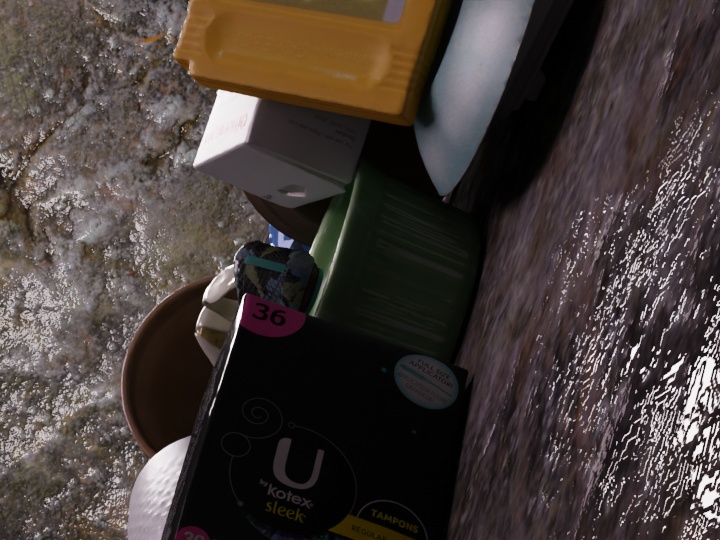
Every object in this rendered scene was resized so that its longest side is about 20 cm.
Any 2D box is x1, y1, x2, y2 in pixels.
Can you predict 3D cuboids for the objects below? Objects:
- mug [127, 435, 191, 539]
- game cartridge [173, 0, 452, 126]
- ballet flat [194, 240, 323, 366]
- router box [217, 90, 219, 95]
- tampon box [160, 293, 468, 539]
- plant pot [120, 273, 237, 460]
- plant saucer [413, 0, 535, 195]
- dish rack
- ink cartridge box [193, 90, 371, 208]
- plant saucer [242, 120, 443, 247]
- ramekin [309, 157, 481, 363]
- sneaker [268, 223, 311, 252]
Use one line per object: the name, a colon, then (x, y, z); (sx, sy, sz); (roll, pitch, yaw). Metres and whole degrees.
mug: (-0.108, 0.257, 1.577); (0.175, 0.147, 0.201); (-104, 3, -66)
game cartridge: (-0.019, -0.205, 1.297); (0.032, 0.176, 0.201); (43, -119, -64)
ballet flat: (-0.078, 0.033, 1.349); (0.200, 0.074, 0.074); (119, 168, -59)
router box: (0.003, -0.174, 1.566); (0.051, 0.199, 0.150); (-114, 44, -79)
tampon box: (-0.035, 0.143, 1.177); (0.126, 0.149, 0.200); (116, 171, -45)
plant pot: (-0.106, 0.109, 1.741); (0.093, 0.200, 0.201); (78, -153, -66)
plant saucer: (0.070, -0.149, 1.286); (0.201, 0.039, 0.202); (-162, 90, -83)
dish rack: (0.129, -0.206, 1.312); (0.172, 0.043, 0.200); (-78, 10, -45)
ink cartridge box: (-0.035, -0.155, 1.390); (0.144, 0.084, 0.201); (165, 123, -70)
plant saucer: (-0.005, -0.112, 1.506); (0.029, 0.200, 0.201); (18, 88, 67)
ramekin: (0.009, 0.031, 1.367); (0.200, 0.097, 0.201); (-160, 90, -84)
sneaker: (-0.058, -0.015, 1.860); (0.066, 0.078, 0.201); (41, -113, -64)
